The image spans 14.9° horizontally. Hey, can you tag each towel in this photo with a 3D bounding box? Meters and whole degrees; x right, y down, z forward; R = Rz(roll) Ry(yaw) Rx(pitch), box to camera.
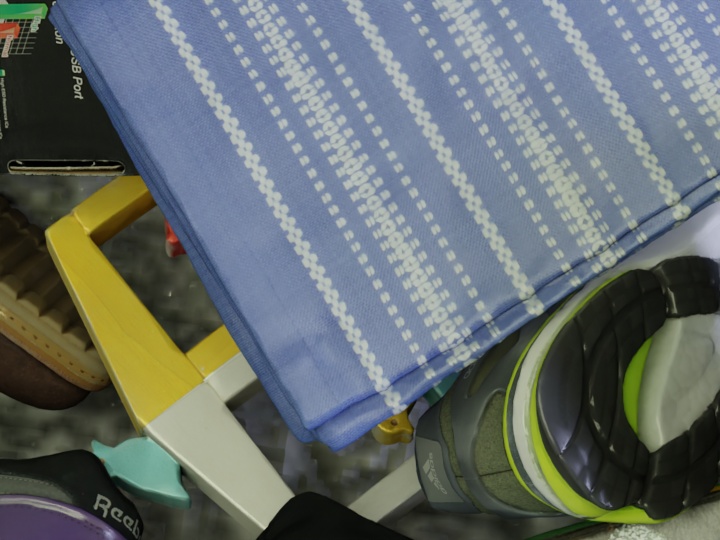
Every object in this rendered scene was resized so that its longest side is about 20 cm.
[{"bbox_3d":[0.034,-0.063,0.702,0.200,0.024,0.145,-33,78,5],"label":"towel"}]

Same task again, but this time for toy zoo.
[{"bbox_3d":[0.000,0.000,0.813,0.200,0.020,0.131,-36,78,-13],"label":"toy zoo"}]

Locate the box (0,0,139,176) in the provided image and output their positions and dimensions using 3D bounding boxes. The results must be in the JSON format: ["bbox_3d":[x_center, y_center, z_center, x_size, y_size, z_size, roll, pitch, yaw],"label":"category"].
[{"bbox_3d":[-0.124,-0.127,0.764,0.198,0.050,0.201,0,106,15],"label":"box"}]

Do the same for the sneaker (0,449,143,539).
[{"bbox_3d":[-0.149,0.078,0.811,0.200,0.076,0.088,11,56,32],"label":"sneaker"}]

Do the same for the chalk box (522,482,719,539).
[{"bbox_3d":[0.158,0.108,0.751,0.199,0.124,0.125,-15,80,9],"label":"chalk box"}]

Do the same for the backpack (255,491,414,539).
[{"bbox_3d":[-0.023,0.188,0.716,0.153,0.200,0.163,26,128,14],"label":"backpack"}]

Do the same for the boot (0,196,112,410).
[{"bbox_3d":[-0.187,0.034,0.868,0.200,0.072,0.167,32,103,11],"label":"boot"}]

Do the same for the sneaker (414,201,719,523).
[{"bbox_3d":[0.086,0.008,0.760,0.081,0.200,0.074,-14,102,45],"label":"sneaker"}]
